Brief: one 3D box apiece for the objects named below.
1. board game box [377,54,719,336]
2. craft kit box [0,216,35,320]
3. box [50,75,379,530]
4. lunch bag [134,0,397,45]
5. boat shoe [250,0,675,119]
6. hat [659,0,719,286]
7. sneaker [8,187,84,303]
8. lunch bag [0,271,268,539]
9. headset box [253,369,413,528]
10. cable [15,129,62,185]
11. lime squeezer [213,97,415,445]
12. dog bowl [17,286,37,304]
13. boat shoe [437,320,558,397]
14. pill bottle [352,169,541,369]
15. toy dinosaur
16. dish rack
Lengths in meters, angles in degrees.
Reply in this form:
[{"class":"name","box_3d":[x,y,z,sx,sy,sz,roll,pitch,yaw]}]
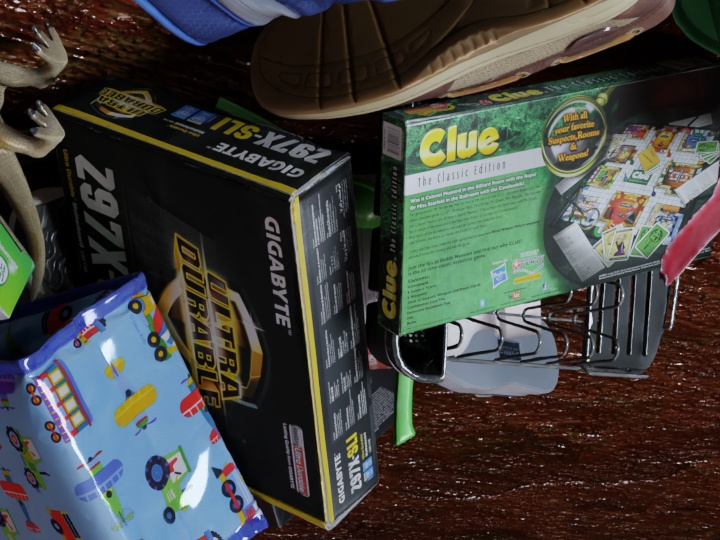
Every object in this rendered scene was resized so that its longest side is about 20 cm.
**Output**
[{"class":"board game box","box_3d":[0.095,-0.039,0.932,0.199,0.106,0.023,-12,-153,-33]},{"class":"craft kit box","box_3d":[-0.288,-0.044,0.919,0.198,0.049,0.198,-10,127,26]},{"class":"box","box_3d":[-0.072,0.015,0.971,0.159,0.049,0.201,22,132,33]},{"class":"lunch bag","box_3d":[-0.042,-0.162,0.626,0.131,0.137,0.200,-9,159,18]},{"class":"boat shoe","box_3d":[0.047,-0.106,0.878,0.199,0.073,0.072,-18,153,22]},{"class":"hat","box_3d":[0.221,-0.055,0.868,0.198,0.178,0.166,-3,159,3]},{"class":"sneaker","box_3d":[-0.164,-0.005,1.087,0.093,0.071,0.200,7,176,20]},{"class":"lunch bag","box_3d":[-0.170,0.100,1.011,0.199,0.151,0.094,-10,-159,44]},{"class":"headset box","box_3d":[-0.092,0.082,1.188,0.199,0.078,0.149,2,-154,37]},{"class":"cable","box_3d":[-0.216,-0.070,1.009,0.198,0.051,0.097,-10,154,-14]},{"class":"lime squeezer","box_3d":[0.000,-0.014,1.006,0.070,0.201,0.038,-29,177,0]},{"class":"dog bowl","box_3d":[-0.229,0.080,1.151,0.058,0.201,0.200,-30,175,-33]},{"class":"boat shoe","box_3d":[0.053,0.050,1.289,0.085,0.075,0.201,-11,167,29]},{"class":"pill bottle","box_3d":[0.000,0.000,1.084,0.198,0.113,0.112,-3,159,4]},{"class":"toy dinosaur","box_3d":[-0.186,-0.076,0.932,0.101,0.059,0.200,-16,131,33]},{"class":"dish rack","box_3d":[0.092,-0.017,0.990,0.199,0.155,0.054,5,178,-30]}]
